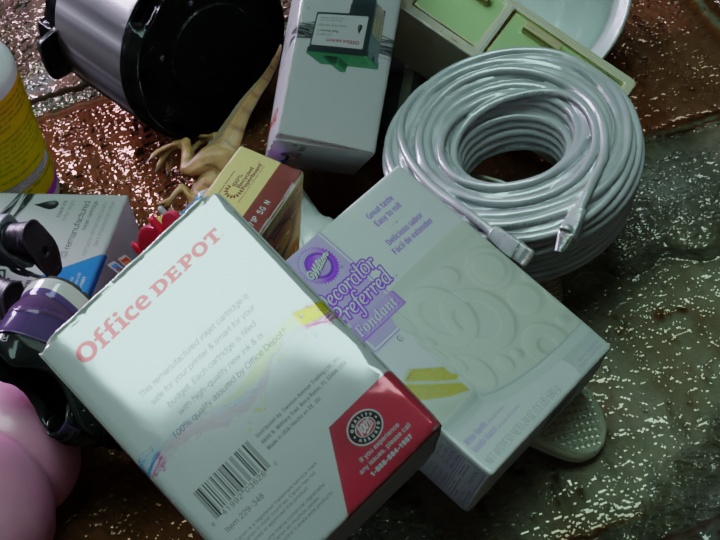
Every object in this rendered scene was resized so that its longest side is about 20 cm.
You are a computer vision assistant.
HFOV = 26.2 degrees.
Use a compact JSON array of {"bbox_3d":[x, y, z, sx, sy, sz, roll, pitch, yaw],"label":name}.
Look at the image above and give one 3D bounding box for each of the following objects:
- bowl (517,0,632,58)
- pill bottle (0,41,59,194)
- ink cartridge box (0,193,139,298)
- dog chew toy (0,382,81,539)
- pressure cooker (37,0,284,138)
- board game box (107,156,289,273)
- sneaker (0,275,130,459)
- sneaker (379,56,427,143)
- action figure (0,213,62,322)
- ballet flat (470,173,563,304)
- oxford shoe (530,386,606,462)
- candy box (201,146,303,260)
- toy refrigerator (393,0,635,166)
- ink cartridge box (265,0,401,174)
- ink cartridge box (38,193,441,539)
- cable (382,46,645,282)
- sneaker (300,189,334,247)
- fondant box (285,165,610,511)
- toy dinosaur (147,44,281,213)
[{"bbox_3d":[0.143,-0.252,1.385,0.198,0.090,0.204,0,89,6],"label":"bowl"},{"bbox_3d":[-0.330,-0.129,1.312,0.103,0.201,0.105,-6,45,6],"label":"pill bottle"},{"bbox_3d":[-0.288,0.015,1.244,0.197,0.085,0.147,1,46,12],"label":"ink cartridge box"},{"bbox_3d":[-0.255,0.138,1.097,0.123,0.126,0.201,6,39,18],"label":"dog chew toy"},{"bbox_3d":[-0.184,-0.232,1.394,0.175,0.180,0.199,6,21,-47],"label":"pressure cooker"},{"bbox_3d":[-0.131,-0.041,1.195,0.158,0.039,0.200,-45,1,12],"label":"board game box"},{"bbox_3d":[-0.178,0.103,1.080,0.076,0.200,0.088,-39,15,40],"label":"sneaker"},{"bbox_3d":[0.011,-0.162,1.378,0.105,0.075,0.201,-11,42,16],"label":"sneaker"},{"bbox_3d":[-0.324,-0.010,1.173,0.198,0.070,0.131,15,59,29],"label":"action figure"},{"bbox_3d":[0.107,-0.031,1.213,0.075,0.068,0.200,-47,48,-1],"label":"ballet flat"},{"bbox_3d":[0.085,0.077,1.111,0.198,0.058,0.075,28,52,6],"label":"oxford shoe"},{"bbox_3d":[-0.091,0.024,1.107,0.055,0.201,0.116,23,52,14],"label":"candy box"},{"bbox_3d":[0.124,-0.174,1.293,0.199,0.070,0.076,35,62,6],"label":"toy refrigerator"},{"bbox_3d":[-0.018,-0.186,1.250,0.083,0.146,0.203,10,86,-6],"label":"ink cartridge box"},{"bbox_3d":[-0.069,0.078,0.929,0.147,0.086,0.200,-42,76,-10],"label":"ink cartridge box"},{"bbox_3d":[0.117,-0.082,1.170,0.199,0.070,0.200,27,60,32],"label":"cable"},{"bbox_3d":[0.000,0.000,1.214,0.114,0.074,0.201,-16,54,-7],"label":"sneaker"},{"bbox_3d":[0.049,0.042,1.054,0.200,0.058,0.144,40,55,13],"label":"fondant box"},{"bbox_3d":[-0.121,-0.098,1.319,0.106,0.060,0.202,23,88,47],"label":"toy dinosaur"}]
